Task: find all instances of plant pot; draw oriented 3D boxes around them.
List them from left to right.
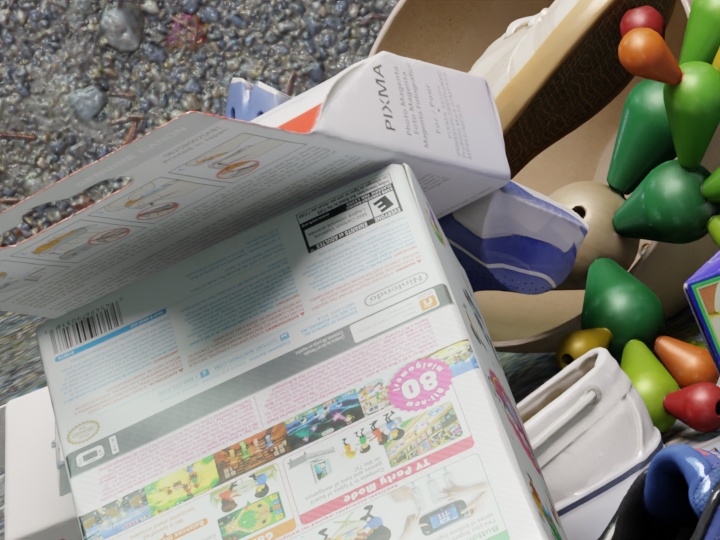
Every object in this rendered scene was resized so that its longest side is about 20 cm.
[{"bbox_3d":[0.111,-0.050,1.375,0.199,0.202,0.134,-20,-25,35],"label":"plant pot"}]

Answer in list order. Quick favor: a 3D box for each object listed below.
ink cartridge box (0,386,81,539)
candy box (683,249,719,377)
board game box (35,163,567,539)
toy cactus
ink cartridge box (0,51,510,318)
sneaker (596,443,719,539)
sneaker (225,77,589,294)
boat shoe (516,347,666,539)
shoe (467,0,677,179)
[{"bbox_3d":[-0.064,0.083,1.202,0.199,0.068,0.117,-21,-32,31],"label":"ink cartridge box"},{"bbox_3d":[0.240,-0.019,1.069,0.199,0.077,0.169,-22,8,32],"label":"candy box"},{"bbox_3d":[-0.017,0.072,0.992,0.147,0.064,0.201,-25,41,5],"label":"board game box"},{"bbox_3d":[0.109,-0.021,1.218,0.102,0.201,0.165,14,-20,-33],"label":"toy cactus"},{"bbox_3d":[-0.062,-0.031,1.072,0.162,0.057,0.199,-26,-24,30],"label":"ink cartridge box"},{"bbox_3d":[0.118,0.078,0.836,0.199,0.079,0.075,-29,10,-21],"label":"sneaker"},{"bbox_3d":[-0.001,0.000,1.210,0.080,0.116,0.199,21,0,-41],"label":"sneaker"},{"bbox_3d":[0.015,0.084,1.074,0.201,0.087,0.075,-27,9,-11],"label":"boat shoe"},{"bbox_3d":[0.058,-0.072,1.288,0.200,0.053,0.070,-48,-25,23],"label":"shoe"}]
